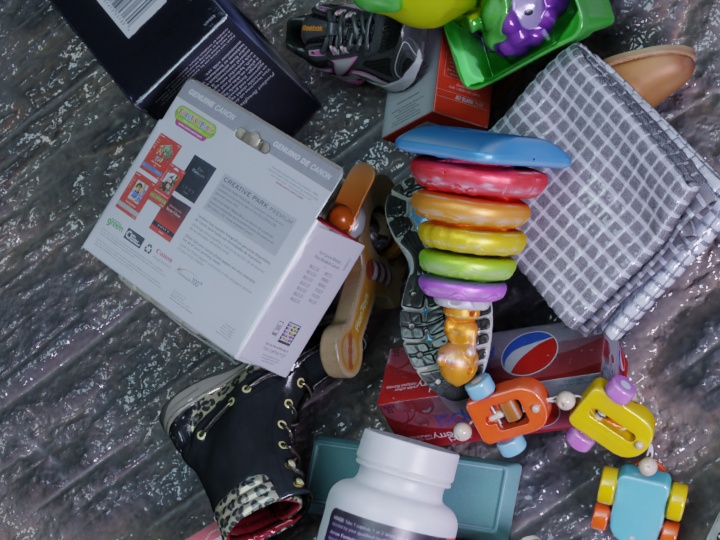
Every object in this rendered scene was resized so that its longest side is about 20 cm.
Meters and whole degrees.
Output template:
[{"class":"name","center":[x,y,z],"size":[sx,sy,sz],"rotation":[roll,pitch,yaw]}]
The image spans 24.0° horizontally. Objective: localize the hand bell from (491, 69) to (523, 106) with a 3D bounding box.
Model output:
[{"class":"hand bell","center":[0.157,-0.243,1.525],"size":[0.104,0.104,0.201],"rotation":[26,99,30]}]

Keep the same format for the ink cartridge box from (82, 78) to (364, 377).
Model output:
[{"class":"ink cartridge box","center":[-0.105,-0.039,1.419],"size":[0.200,0.084,0.176],"rotation":[34,94,32]}]

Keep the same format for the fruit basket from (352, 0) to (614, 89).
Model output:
[{"class":"fruit basket","center":[0.093,-0.260,1.406],"size":[0.155,0.215,0.216],"rotation":[-24,62,40]}]

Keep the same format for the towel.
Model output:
[{"class":"towel","center":[0.182,-0.064,1.360],"size":[0.166,0.085,0.200],"rotation":[-47,57,16]}]

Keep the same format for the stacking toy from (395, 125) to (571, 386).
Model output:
[{"class":"stacking toy","center":[0.085,-0.009,1.320],"size":[0.110,0.116,0.201],"rotation":[12,100,44]}]

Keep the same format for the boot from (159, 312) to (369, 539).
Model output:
[{"class":"boot","center":[-0.061,0.138,1.470],"size":[0.203,0.074,0.154],"rotation":[-28,52,-2]}]

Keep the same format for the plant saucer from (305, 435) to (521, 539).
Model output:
[{"class":"plant saucer","center":[0.039,0.187,1.461],"size":[0.199,0.019,0.070],"rotation":[5,75,28]}]

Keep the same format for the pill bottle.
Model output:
[{"class":"pill bottle","center":[0.016,0.236,1.387],"size":[0.111,0.111,0.201],"rotation":[14,88,29]}]

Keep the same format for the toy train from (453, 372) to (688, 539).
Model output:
[{"class":"toy train","center":[0.175,0.147,1.350],"size":[0.150,0.056,0.200],"rotation":[-25,106,27]}]

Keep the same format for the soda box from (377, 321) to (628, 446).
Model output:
[{"class":"soda box","center":[0.119,0.096,1.414],"size":[0.199,0.064,0.070],"rotation":[-10,41,24]}]

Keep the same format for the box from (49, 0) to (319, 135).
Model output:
[{"class":"box","center":[-0.170,-0.216,1.594],"size":[0.123,0.198,0.200],"rotation":[-43,60,5]}]

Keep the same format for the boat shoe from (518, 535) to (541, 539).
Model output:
[{"class":"boat shoe","center":[0.104,0.308,1.354],"size":[0.063,0.071,0.200],"rotation":[35,96,46]}]

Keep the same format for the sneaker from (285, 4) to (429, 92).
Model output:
[{"class":"sneaker","center":[-0.009,-0.206,1.527],"size":[0.200,0.086,0.081],"rotation":[-5,74,63]}]

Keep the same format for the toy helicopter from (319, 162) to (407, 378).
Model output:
[{"class":"toy helicopter","center":[0.000,0.000,1.452],"size":[0.079,0.132,0.201],"rotation":[-3,51,25]}]

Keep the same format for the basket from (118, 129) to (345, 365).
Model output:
[{"class":"basket","center":[-0.106,-0.024,1.542],"size":[0.135,0.123,0.200],"rotation":[31,89,32]}]

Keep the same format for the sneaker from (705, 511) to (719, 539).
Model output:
[{"class":"sneaker","center":[0.287,0.221,1.290],"size":[0.074,0.088,0.201],"rotation":[24,86,29]}]

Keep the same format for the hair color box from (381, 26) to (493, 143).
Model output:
[{"class":"hair color box","center":[0.077,-0.216,1.528],"size":[0.101,0.061,0.201],"rotation":[-21,59,61]}]

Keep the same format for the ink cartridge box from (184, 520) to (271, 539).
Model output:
[{"class":"ink cartridge box","center":[-0.108,0.326,1.456],"size":[0.116,0.067,0.200],"rotation":[-33,62,12]}]

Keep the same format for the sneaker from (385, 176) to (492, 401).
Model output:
[{"class":"sneaker","center":[0.077,0.018,1.416],"size":[0.078,0.090,0.201],"rotation":[-15,60,14]}]

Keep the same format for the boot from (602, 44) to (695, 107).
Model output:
[{"class":"boot","center":[0.218,-0.089,1.438],"size":[0.200,0.074,0.155],"rotation":[-30,61,27]}]
